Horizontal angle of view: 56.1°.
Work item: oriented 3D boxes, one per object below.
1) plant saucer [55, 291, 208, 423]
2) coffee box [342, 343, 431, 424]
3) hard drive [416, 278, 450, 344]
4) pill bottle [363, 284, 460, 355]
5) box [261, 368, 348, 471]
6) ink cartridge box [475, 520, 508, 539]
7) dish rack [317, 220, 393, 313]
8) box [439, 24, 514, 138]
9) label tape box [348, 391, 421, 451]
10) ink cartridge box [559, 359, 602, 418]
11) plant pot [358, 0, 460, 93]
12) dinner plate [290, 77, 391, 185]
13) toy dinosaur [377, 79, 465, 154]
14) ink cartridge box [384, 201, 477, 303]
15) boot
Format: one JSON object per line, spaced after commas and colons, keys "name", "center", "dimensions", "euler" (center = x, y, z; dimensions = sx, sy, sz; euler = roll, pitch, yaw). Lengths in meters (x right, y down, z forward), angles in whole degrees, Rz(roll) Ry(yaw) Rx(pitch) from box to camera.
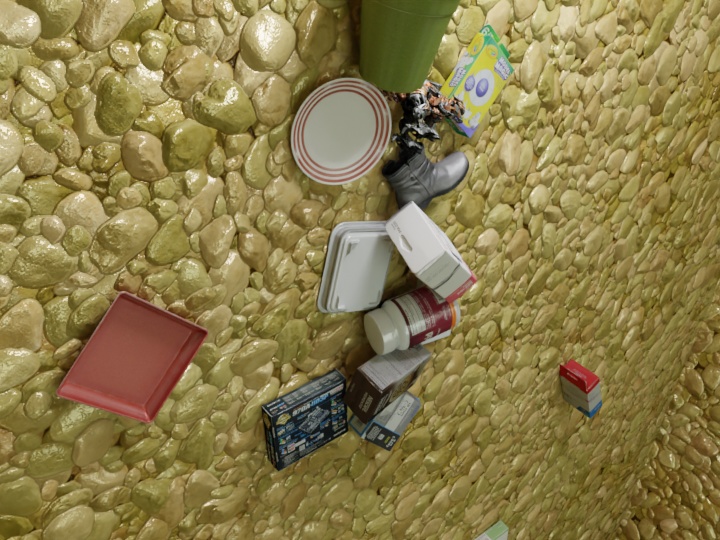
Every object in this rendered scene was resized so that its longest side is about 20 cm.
{"name": "plant saucer", "center": [-0.390, 0.148, 1.162], "dimensions": [0.199, 0.036, 0.202], "euler": [34, 89, -47]}
{"name": "coffee box", "center": [0.061, 0.241, 1.524], "dimensions": [0.198, 0.080, 0.114], "euler": [-28, 151, -45]}
{"name": "hard drive", "center": [0.181, 0.078, 1.629], "dimensions": [0.130, 0.027, 0.205], "euler": [-13, 121, -36]}
{"name": "pill bottle", "center": [0.114, 0.107, 1.502], "dimensions": [0.196, 0.114, 0.116], "euler": [-20, 126, -20]}
{"name": "box", "center": [-0.118, 0.330, 1.496], "dimensions": [0.197, 0.046, 0.162], "euler": [-23, 127, -30]}
{"name": "ink cartridge box", "center": [0.450, 0.993, 2.368], "dimensions": [0.143, 0.048, 0.204], "euler": [-22, 127, -30]}
{"name": "dish rack", "center": [0.000, 0.000, 1.415], "dimensions": [0.169, 0.043, 0.204], "euler": [-5, 117, -40]}
{"name": "box", "center": [0.243, -0.393, 1.403], "dimensions": [0.117, 0.048, 0.203], "euler": [32, 89, -46]}
{"name": "label tape box", "center": [0.079, 0.364, 1.675], "dimensions": [0.146, 0.063, 0.199], "euler": [-54, 136, -2]}
{"name": "ink cartridge box", "center": [0.717, 0.374, 2.202], "dimensions": [0.067, 0.116, 0.202], "euler": [-37, 133, -16]}
{"name": "plant pot", "center": [0.070, -0.419, 1.158], "dimensions": [0.197, 0.200, 0.193], "euler": [-15, 136, -34]}
{"name": "dinner plate", "center": [-0.036, -0.253, 1.230], "dimensions": [0.196, 0.024, 0.204], "euler": [-13, 126, -17]}
{"name": "toy dinosaur", "center": [0.108, -0.308, 1.305], "dimensions": [0.102, 0.195, 0.139], "euler": [93, 3, -78]}
{"name": "ink cartridge box", "center": [0.148, -0.035, 1.411], "dimensions": [0.084, 0.147, 0.199], "euler": [-39, 148, 13]}
{"name": "boot", "center": [0.141, -0.214, 1.397], "dimensions": [0.199, 0.069, 0.133], "euler": [-42, 136, -16]}
